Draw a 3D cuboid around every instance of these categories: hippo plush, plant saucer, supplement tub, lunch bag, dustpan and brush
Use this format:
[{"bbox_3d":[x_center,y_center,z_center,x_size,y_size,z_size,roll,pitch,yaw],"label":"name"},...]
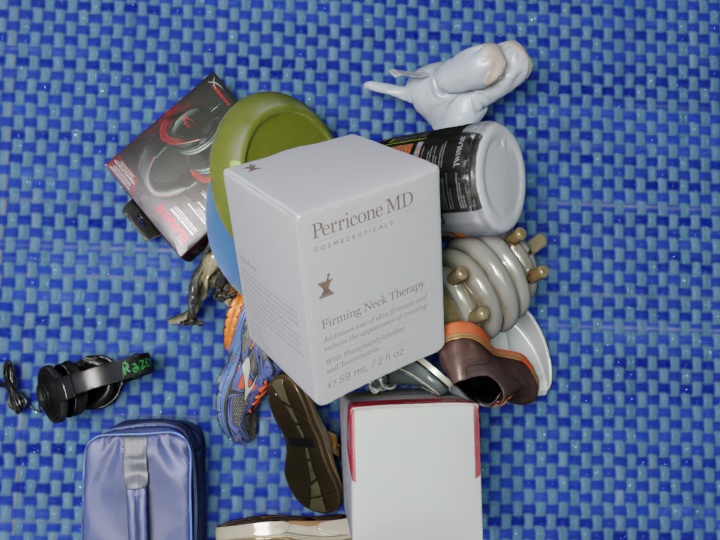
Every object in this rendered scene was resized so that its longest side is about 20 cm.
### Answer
[{"bbox_3d":[0.136,-0.183,0.914,0.196,0.158,0.165,-16,98,-24],"label":"hippo plush"},{"bbox_3d":[-0.082,-0.106,0.845,0.197,0.031,0.206,5,83,-44],"label":"plant saucer"},{"bbox_3d":[0.081,-0.098,0.852,0.196,0.121,0.126,-1,83,41],"label":"supplement tub"},{"bbox_3d":[-0.256,0.281,0.868,0.132,0.132,0.206,-2,85,-3],"label":"lunch bag"},{"bbox_3d":[0.168,0.059,0.944,0.135,0.057,0.205,-5,69,-6],"label":"dustpan and brush"}]

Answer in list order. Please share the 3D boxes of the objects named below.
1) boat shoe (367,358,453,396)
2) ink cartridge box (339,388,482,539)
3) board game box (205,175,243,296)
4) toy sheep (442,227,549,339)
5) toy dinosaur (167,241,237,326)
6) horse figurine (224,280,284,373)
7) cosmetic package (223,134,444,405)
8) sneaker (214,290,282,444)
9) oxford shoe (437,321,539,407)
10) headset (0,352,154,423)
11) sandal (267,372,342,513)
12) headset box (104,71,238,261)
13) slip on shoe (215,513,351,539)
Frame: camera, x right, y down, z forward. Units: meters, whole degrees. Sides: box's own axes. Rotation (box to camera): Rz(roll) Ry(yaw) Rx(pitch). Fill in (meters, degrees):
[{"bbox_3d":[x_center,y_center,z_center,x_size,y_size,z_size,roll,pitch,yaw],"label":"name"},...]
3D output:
[{"bbox_3d":[0.029,0.120,0.878,0.073,0.198,0.063,43,73,-38],"label":"boat shoe"},{"bbox_3d":[0.050,0.219,0.858,0.140,0.200,0.150,-2,86,-6],"label":"ink cartridge box"},{"bbox_3d":[-0.106,-0.055,0.867,0.199,0.038,0.161,-35,111,-39],"label":"board game box"},{"bbox_3d":[0.148,0.012,0.870,0.197,0.138,0.140,-27,87,-17],"label":"toy sheep"},{"bbox_3d":[-0.185,0.018,0.876,0.047,0.089,0.202,17,121,-27],"label":"toy dinosaur"},{"bbox_3d":[-0.125,0.031,0.926,0.131,0.050,0.202,-36,96,22],"label":"horse figurine"},{"bbox_3d":[-0.025,-0.010,0.762,0.164,0.165,0.205,-20,121,-27],"label":"cosmetic package"},{"bbox_3d":[-0.128,0.122,0.891,0.076,0.076,0.205,11,111,7],"label":"sneaker"},{"bbox_3d":[0.149,0.130,0.845,0.070,0.198,0.074,-29,49,30],"label":"oxford shoe"},{"bbox_3d":[-0.346,0.127,0.886,0.196,0.123,0.096,-21,85,16],"label":"headset"},{"bbox_3d":[-0.060,0.208,0.900,0.080,0.054,0.205,-3,111,35],"label":"sandal"},{"bbox_3d":[-0.209,-0.121,0.931,0.199,0.075,0.149,-41,90,-6],"label":"headset box"},{"bbox_3d":[-0.080,0.335,0.905,0.194,0.076,0.062,1,79,-11],"label":"slip on shoe"}]
